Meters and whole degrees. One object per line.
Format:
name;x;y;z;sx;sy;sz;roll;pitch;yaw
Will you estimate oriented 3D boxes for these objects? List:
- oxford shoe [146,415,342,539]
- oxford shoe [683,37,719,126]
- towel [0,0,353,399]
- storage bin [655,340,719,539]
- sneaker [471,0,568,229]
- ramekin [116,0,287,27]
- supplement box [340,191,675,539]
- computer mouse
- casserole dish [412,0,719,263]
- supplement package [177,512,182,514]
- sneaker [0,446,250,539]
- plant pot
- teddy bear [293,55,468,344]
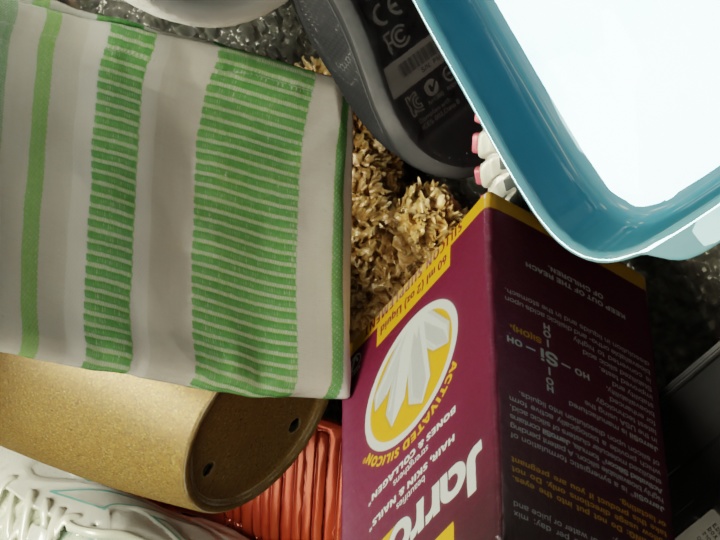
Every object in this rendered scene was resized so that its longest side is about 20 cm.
oxford shoe;-0.052;0.090;1.264;0.199;0.073;0.072;11;101;12
oxford shoe;0.170;-0.134;1.009;0.058;0.075;0.200;35;118;10
towel;-0.085;-0.031;1.060;0.023;0.199;0.153;-20;63;49
storage bin;0.169;0.102;1.093;0.135;0.094;0.200;50;127;7
sneaker;0.095;-0.090;1.074;0.074;0.081;0.201;16;116;27
ramekin;-0.090;-0.204;1.086;0.097;0.200;0.201;10;114;38
supplement box;0.054;0.082;1.035;0.085;0.200;0.110;27;125;-20
computer mouse;0.013;-0.133;1.105;0.053;0.138;0.201;14;132;55
casserole dish;0.092;-0.098;1.002;0.121;0.039;0.201;-35;79;32
supplement package;-0.129;0.244;1.319;0.191;0.147;0.200;39;126;15
sneaker;-0.131;0.119;1.205;0.199;0.080;0.071;22;95;9
plant pot;-0.112;0.015;1.173;0.200;0.186;0.187;33;124;30
teddy bear;0.000;0.000;1.184;0.145;0.067;0.201;-3;106;38
